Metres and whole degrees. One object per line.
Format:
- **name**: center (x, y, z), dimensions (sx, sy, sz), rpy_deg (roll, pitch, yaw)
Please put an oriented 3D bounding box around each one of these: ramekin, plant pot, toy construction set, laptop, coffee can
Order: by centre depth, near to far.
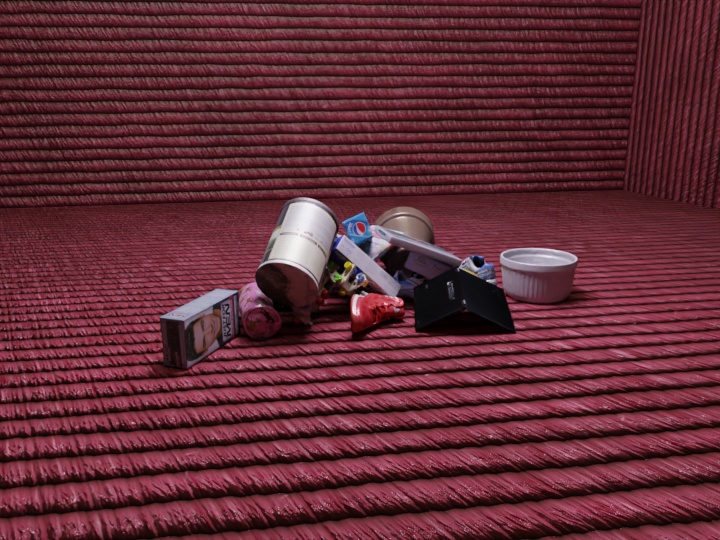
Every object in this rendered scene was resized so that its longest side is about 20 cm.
- **coffee can**: center (-0.140, -0.042, 1.297), dimensions (0.143, 0.148, 0.203), rpy_deg (3, 49, 14)
- **laptop**: center (0.237, 0.089, 1.344), dimensions (0.197, 0.117, 0.188), rpy_deg (-26, 23, 17)
- **toy construction set**: center (-0.088, 0.057, 1.359), dimensions (0.199, 0.093, 0.130), rpy_deg (-40, 42, -18)
- **ramekin**: center (0.467, 0.014, 1.513), dimensions (0.195, 0.108, 0.200), rpy_deg (-1, 14, 0)
- **plant pot**: center (0.131, -0.063, 1.703), dimensions (0.195, 0.204, 0.176), rpy_deg (-1, 31, 0)

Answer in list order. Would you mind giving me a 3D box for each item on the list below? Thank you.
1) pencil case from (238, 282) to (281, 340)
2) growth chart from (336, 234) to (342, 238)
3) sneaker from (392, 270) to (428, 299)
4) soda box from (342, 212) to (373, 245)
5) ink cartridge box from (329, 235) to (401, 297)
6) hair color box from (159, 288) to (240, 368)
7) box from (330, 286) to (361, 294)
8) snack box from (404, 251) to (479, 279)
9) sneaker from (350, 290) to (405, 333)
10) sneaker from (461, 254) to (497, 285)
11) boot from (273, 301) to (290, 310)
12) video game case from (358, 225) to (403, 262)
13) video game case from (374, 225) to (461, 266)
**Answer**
- **pencil case**: center (-0.234, 0.088, 1.311), dimensions (0.081, 0.088, 0.200), rpy_deg (-23, 20, -9)
- **growth chart**: center (-0.051, -0.065, 1.493), dimensions (0.018, 0.145, 0.200), rpy_deg (-41, 56, -11)
- **sneaker**: center (0.161, 0.045, 1.477), dimensions (0.197, 0.074, 0.071), rpy_deg (14, 18, 40)
- **soda box**: center (-0.006, -0.106, 1.536), dimensions (0.063, 0.069, 0.200), rpy_deg (-24, 2, 0)
- **ink cartridge box**: center (0.000, 0.000, 1.414), dimensions (0.093, 0.199, 0.045), rpy_deg (-15, 39, 57)
- **hair color box**: center (-0.324, 0.114, 1.179), dimensions (0.059, 0.101, 0.200), rpy_deg (5, 16, 19)
- **box**: center (-0.047, 0.017, 1.635), dimensions (0.195, 0.051, 0.199), rpy_deg (-2, 15, -2)
- **snack box**: center (0.216, 0.002, 1.505), dimensions (0.197, 0.054, 0.142), rpy_deg (24, 7, 4)
- **sneaker**: center (0.043, 0.089, 1.307), dimensions (0.113, 0.080, 0.200), rpy_deg (0, 16, 10)
- **sneaker**: center (0.324, -0.007, 1.637), dimensions (0.076, 0.087, 0.199), rpy_deg (-7, 15, -25)
- **boot**: center (-0.151, 0.006, 1.475), dimensions (0.079, 0.212, 0.158), rpy_deg (40, 5, -11)
- **video game case**: center (0.012, -0.056, 1.614), dimensions (0.199, 0.018, 0.142), rpy_deg (-41, 34, -24)
- **video game case**: center (0.144, -0.065, 1.482), dimensions (0.196, 0.024, 0.182), rpy_deg (18, 9, -14)
